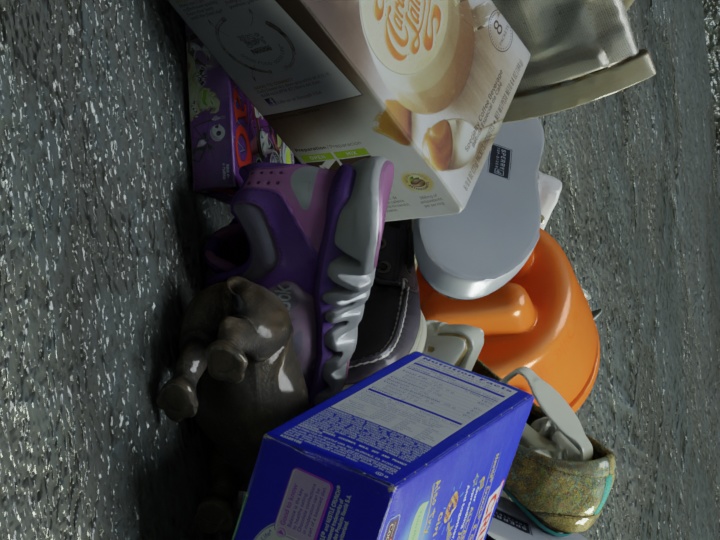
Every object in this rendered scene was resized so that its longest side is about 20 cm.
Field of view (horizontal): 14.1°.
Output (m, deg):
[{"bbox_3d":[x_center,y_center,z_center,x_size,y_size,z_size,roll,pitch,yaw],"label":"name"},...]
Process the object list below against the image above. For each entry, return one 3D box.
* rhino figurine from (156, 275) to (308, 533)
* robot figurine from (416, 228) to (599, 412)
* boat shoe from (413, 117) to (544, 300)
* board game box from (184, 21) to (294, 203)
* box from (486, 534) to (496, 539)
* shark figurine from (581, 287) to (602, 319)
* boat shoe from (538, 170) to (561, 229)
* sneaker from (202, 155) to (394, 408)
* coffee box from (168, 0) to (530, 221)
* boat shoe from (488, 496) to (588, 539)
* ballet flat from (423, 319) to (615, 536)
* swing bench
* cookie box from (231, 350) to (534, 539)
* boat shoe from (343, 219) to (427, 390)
[{"bbox_3d":[-0.051,0.091,1.472,0.087,0.060,0.200,-72,155,-51],"label":"rhino figurine"},{"bbox_3d":[0.088,0.039,1.837,0.144,0.117,0.200,46,-5,25],"label":"robot figurine"},{"bbox_3d":[0.063,-0.030,1.710,0.200,0.072,0.068,-78,-170,-57],"label":"boat shoe"},{"bbox_3d":[-0.066,-0.135,1.557,0.120,0.032,0.200,13,73,-71],"label":"board game box"},{"bbox_3d":[0.044,0.266,1.635,0.159,0.046,0.200,-36,133,-22],"label":"box"},{"bbox_3d":[0.132,0.023,2.177,0.215,0.089,0.128,61,29,-55],"label":"shark figurine"},{"bbox_3d":[0.094,0.022,1.962,0.071,0.069,0.200,-80,-179,-59],"label":"boat shoe"},{"bbox_3d":[-0.040,0.012,1.517,0.200,0.088,0.081,103,-4,-47],"label":"sneaker"},{"bbox_3d":[-0.008,-0.132,1.507,0.200,0.080,0.114,49,50,-36],"label":"coffee box"},{"bbox_3d":[0.047,0.154,1.676,0.066,0.200,0.072,-58,-162,22],"label":"boat shoe"},{"bbox_3d":[0.068,0.072,1.697,0.071,0.200,0.071,-45,162,-19],"label":"ballet flat"},{"bbox_3d":[0.075,-0.205,1.703,0.200,0.130,0.199,-82,151,-71],"label":"swing bench"},{"bbox_3d":[-0.001,0.145,1.444,0.200,0.075,0.171,-24,134,-66],"label":"cookie box"},{"bbox_3d":[0.000,0.000,1.694,0.200,0.072,0.065,-81,155,-55],"label":"boat shoe"}]
